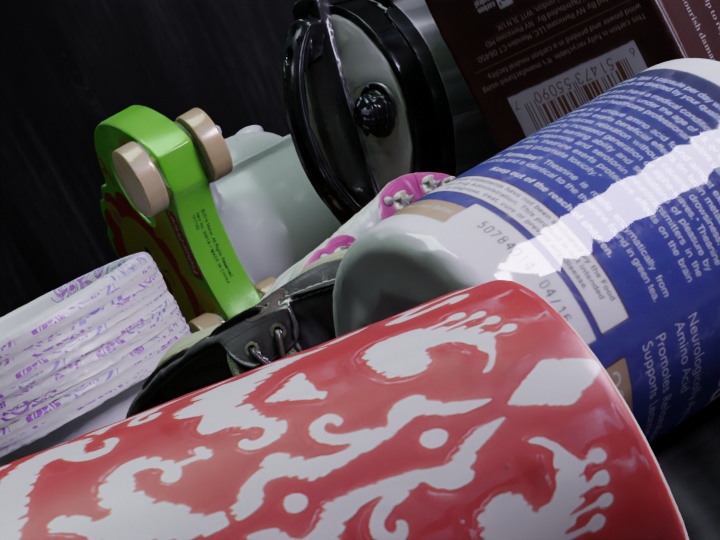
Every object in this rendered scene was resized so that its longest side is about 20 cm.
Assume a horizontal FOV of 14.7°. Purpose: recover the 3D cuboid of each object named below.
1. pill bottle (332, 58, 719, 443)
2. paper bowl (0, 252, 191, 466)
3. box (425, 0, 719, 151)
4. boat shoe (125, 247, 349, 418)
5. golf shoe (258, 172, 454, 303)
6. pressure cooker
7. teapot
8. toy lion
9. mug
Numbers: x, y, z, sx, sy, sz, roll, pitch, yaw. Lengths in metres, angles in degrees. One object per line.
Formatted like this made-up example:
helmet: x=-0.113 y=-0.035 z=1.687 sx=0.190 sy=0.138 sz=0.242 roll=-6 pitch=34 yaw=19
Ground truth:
pill bottle: x=0.098 y=-0.005 z=0.957 sx=0.200 sy=0.111 sz=0.111 roll=-30 pitch=6 yaw=-30
paper bowl: x=-0.192 y=0.078 z=1.653 sx=0.201 sy=0.104 sz=0.201 roll=-26 pitch=5 yaw=3
box: x=0.183 y=-0.159 z=1.767 sx=0.166 sy=0.164 sz=0.200 roll=-24 pitch=6 yaw=42
boat shoe: x=-0.041 y=0.049 z=1.412 sx=0.201 sy=0.072 sz=0.066 roll=-24 pitch=15 yaw=39
golf shoe: x=0.000 y=0.000 z=1.649 sx=0.092 sy=0.075 sz=0.200 roll=-27 pitch=3 yaw=41
pressure cooker: x=0.040 y=-0.119 z=1.907 sx=0.200 sy=0.176 sz=0.179 roll=-19 pitch=-40 yaw=-31
teapot: x=-0.085 y=-0.038 z=2.057 sx=0.197 sy=0.146 sz=0.200 roll=-30 pitch=7 yaw=-31
toy lion: x=-0.122 y=-0.018 z=1.811 sx=0.069 sy=0.200 sz=0.192 roll=-30 pitch=25 yaw=-18
mug: x=-0.024 y=0.105 z=0.604 sx=0.200 sy=0.178 sz=0.133 roll=-24 pitch=-32 yaw=-16
